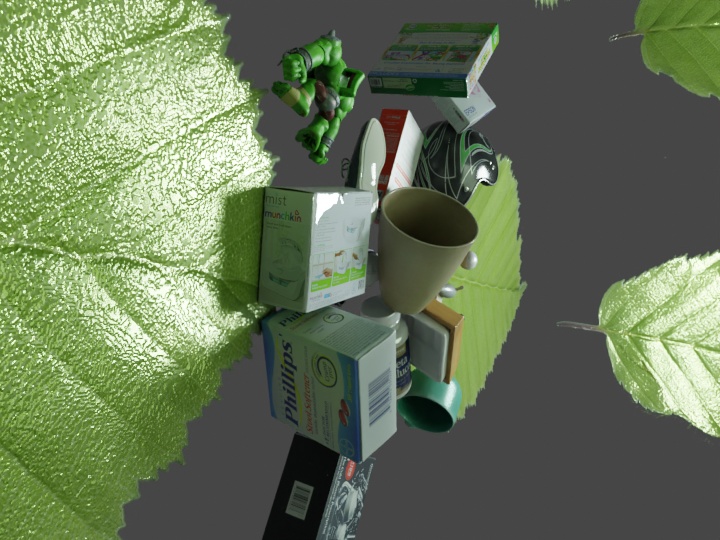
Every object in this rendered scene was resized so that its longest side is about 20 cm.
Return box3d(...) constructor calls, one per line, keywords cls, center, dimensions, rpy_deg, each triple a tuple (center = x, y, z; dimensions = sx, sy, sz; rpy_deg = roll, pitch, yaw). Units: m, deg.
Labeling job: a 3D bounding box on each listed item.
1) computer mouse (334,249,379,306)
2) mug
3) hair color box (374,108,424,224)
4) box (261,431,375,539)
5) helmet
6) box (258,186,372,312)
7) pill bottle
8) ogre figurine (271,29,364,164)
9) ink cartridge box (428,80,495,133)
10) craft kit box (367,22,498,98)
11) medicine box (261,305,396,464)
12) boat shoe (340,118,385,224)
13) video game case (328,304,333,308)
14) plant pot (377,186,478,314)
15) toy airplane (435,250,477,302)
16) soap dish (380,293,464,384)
box3d(cls="computer mouse", center=(0.000, 0.000, 1.218), dimensions=(0.199, 0.043, 0.112), rpy_deg=(-19, 115, -61))
box3d(cls="mug", center=(0.166, 0.316, 1.582), dimensions=(0.153, 0.183, 0.115), rpy_deg=(52, 46, -26))
box3d(cls="hair color box", center=(0.062, -0.203, 1.254), dimensions=(0.111, 0.063, 0.204), rpy_deg=(39, 63, -61))
box3d(cls="box", center=(-0.070, 0.419, 1.150), dimensions=(0.182, 0.102, 0.204), rpy_deg=(44, 60, -61))
box3d(cls="helmet", center=(0.188, -0.221, 1.367), dimensions=(0.189, 0.198, 0.204), rpy_deg=(-20, 118, -42))
box3d(cls="box", center=(-0.065, -0.043, 1.007), dimensions=(0.199, 0.095, 0.181), rpy_deg=(-16, 112, -62))
box3d(cls="pill bottle", center=(0.047, 0.158, 1.294), dimensions=(0.111, 0.109, 0.204), rpy_deg=(-47, 139, -48))
box3d(cls="ogre figurine", center=(-0.058, -0.264, 0.947), dimensions=(0.121, 0.097, 0.201), rpy_deg=(-54, 135, -22))
box3d(cls="ink cartridge box", center=(0.191, -0.400, 1.339), dimensions=(0.201, 0.043, 0.196), rpy_deg=(52, 37, -3))
box3d(cls="craft kit box", center=(0.140, -0.402, 1.191), dimensions=(0.199, 0.196, 0.049), rpy_deg=(-61, 148, -32))
box3d(cls="medicine box", center=(-0.048, 0.165, 0.981), dimensions=(0.102, 0.197, 0.186), rpy_deg=(-28, 124, -45))
box3d(cls="boat shoe", center=(0.002, -0.175, 1.135), dimensions=(0.074, 0.061, 0.205), rpy_deg=(15, 76, -48))
box3d(cls="video game case", center=(-0.026, 0.135, 1.103), dimensions=(0.017, 0.142, 0.202), rpy_deg=(-40, 139, -21))
box3d(cls="plant pot", center=(0.106, -0.021, 1.195), dimensions=(0.187, 0.185, 0.203), rpy_deg=(-45, 156, -50))
box3d(cls="toy airplane", center=(0.207, -0.038, 1.480), dimensions=(0.201, 0.138, 0.203), rpy_deg=(-67, 165, -49))
box3d(cls="soap dish", center=(0.130, 0.125, 1.333), dimensions=(0.080, 0.199, 0.160), rpy_deg=(-29, 135, -33))
